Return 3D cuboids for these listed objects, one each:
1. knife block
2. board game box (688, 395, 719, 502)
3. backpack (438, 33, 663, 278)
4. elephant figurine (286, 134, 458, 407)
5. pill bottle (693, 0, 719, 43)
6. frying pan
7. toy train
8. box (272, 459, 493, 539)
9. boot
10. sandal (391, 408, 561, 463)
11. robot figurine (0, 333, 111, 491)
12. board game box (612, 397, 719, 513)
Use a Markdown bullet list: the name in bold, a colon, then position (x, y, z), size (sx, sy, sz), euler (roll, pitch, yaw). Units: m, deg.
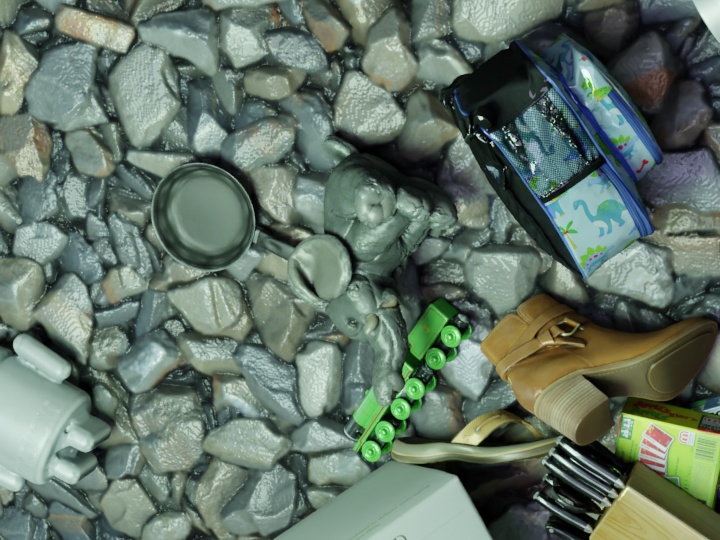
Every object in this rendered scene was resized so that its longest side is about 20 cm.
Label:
- **knife block**: position (0.267, 0.221, 1.559), size (0.198, 0.064, 0.177), euler (-11, 103, 22)
- **board game box**: position (0.428, 0.165, 1.594), size (0.198, 0.034, 0.137), euler (-19, 101, 24)
- **backpack**: position (0.186, -0.105, 1.507), size (0.146, 0.183, 0.201), euler (-33, 105, 5)
- **elephant figurine**: position (0.000, 0.000, 1.626), size (0.140, 0.155, 0.202), euler (20, 106, -12)
- **pill bottle**: position (0.380, -0.271, 1.418), size (0.199, 0.111, 0.111), euler (-31, 96, 25)
- **frying pan**: position (-0.124, -0.057, 1.712), size (0.188, 0.031, 0.116), euler (-1, 108, 16)
- **toy train**: position (0.044, 0.113, 1.709), size (0.056, 0.042, 0.201), euler (40, 116, 13)
- **box**: position (0.026, 0.314, 1.656), size (0.198, 0.200, 0.172), euler (-32, 97, -17)
- **boot**: position (0.227, 0.072, 1.606), size (0.155, 0.199, 0.077), euler (42, 159, 42)
- **sandal**: position (0.124, 0.166, 1.687), size (0.198, 0.080, 0.055), euler (-2, 86, 24)
- **robot figurine**: position (-0.373, 0.156, 1.826), size (0.198, 0.113, 0.171), euler (27, 100, 8)
- **board game box**: position (0.289, 0.231, 1.617), size (0.100, 0.048, 0.202), euler (12, 109, 16)
